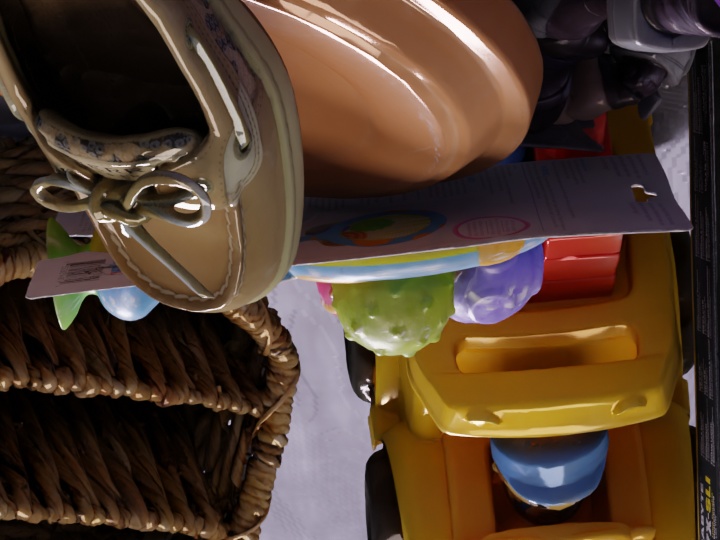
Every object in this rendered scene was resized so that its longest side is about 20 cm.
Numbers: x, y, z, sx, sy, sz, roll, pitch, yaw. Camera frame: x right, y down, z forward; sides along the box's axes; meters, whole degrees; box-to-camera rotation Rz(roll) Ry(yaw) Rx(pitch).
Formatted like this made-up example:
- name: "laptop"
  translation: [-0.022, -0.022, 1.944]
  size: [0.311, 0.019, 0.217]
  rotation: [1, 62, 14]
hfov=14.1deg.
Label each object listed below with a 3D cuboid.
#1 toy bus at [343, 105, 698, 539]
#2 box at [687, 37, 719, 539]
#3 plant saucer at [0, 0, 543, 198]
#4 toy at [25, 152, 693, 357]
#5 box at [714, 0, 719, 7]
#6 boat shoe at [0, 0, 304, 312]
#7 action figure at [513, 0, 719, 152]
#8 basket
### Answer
- name: "toy bus"
  translation: [0.065, 0.026, 1.045]
  size: [0.135, 0.201, 0.192]
  rotation: [-4, 157, -3]
- name: "box"
  translation: [0.195, 0.013, 1.005]
  size: [0.159, 0.201, 0.049]
  rotation: [-3, -174, -4]
- name: "plant saucer"
  translation: [-0.047, -0.067, 0.844]
  size: [0.199, 0.032, 0.200]
  rotation: [14, 161, 5]
- name: "toy"
  translation: [0.000, 0.000, 0.915]
  size: [0.199, 0.047, 0.115]
  rotation: [-2, -166, 0]
- name: "box"
  translation: [0.144, -0.108, 0.723]
  size: [0.137, 0.039, 0.200]
  rotation: [-42, 157, 7]
- name: "boat shoe"
  translation: [-0.069, -0.058, 0.745]
  size: [0.073, 0.063, 0.200]
  rotation: [-1, 131, 24]
- name: "action figure"
  translation: [0.067, -0.081, 0.887]
  size: [0.130, 0.070, 0.200]
  rotation: [-3, 171, -34]
- name: "basket"
  translation: [-0.114, 0.049, 1.079]
  size: [0.200, 0.149, 0.143]
  rotation: [12, 131, -45]
